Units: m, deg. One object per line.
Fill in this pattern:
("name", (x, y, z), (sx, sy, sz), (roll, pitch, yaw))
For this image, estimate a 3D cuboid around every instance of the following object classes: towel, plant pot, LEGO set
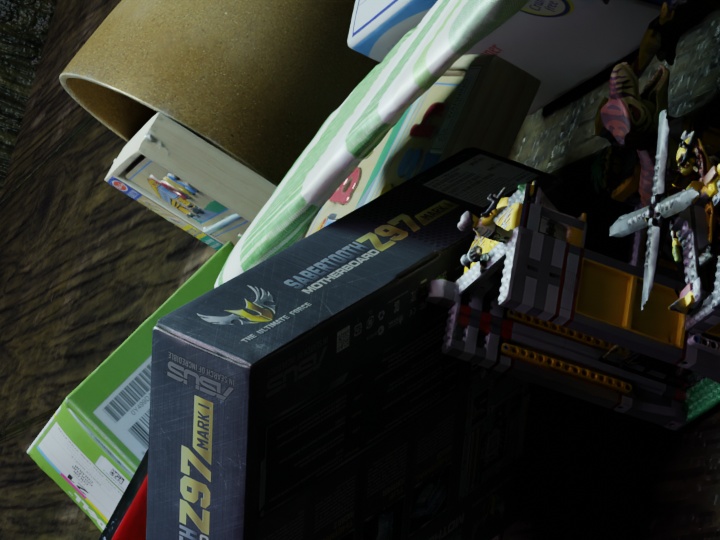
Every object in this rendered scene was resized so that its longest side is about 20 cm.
("towel", (0.022, -0.074, 0.989), (0.200, 0.023, 0.153), (-45, 7, 37))
("plant pot", (-0.042, -0.144, 1.471), (0.201, 0.186, 0.186), (-58, 14, -8))
("LEGO set", (0.100, -0.036, 0.896), (0.200, 0.115, 0.155), (146, 139, -66))

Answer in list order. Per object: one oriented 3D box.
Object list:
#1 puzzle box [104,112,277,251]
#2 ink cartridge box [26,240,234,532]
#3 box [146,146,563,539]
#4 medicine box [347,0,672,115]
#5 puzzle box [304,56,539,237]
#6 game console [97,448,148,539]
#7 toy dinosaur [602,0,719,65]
("puzzle box", (-0.077, -0.036, 1.460), (0.026, 0.133, 0.200), (-59, 7, -8))
("ink cartridge box", (-0.126, 0.088, 1.518), (0.148, 0.076, 0.200), (-45, 0, -29))
("box", (0.000, 0.059, 0.973), (0.200, 0.051, 0.159), (-30, -48, -45))
("medicine box", (0.089, -0.195, 1.152), (0.182, 0.102, 0.201), (151, 135, -69))
("puzzle box", (0.000, 0.000, 1.102), (0.201, 0.025, 0.133), (-64, 19, -5))
("game console", (-0.081, 0.100, 1.400), (0.119, 0.172, 0.200), (62, 138, 33))
("toy dinosaur", (0.142, -0.147, 0.998), (0.102, 0.077, 0.200), (-29, 28, 30))
